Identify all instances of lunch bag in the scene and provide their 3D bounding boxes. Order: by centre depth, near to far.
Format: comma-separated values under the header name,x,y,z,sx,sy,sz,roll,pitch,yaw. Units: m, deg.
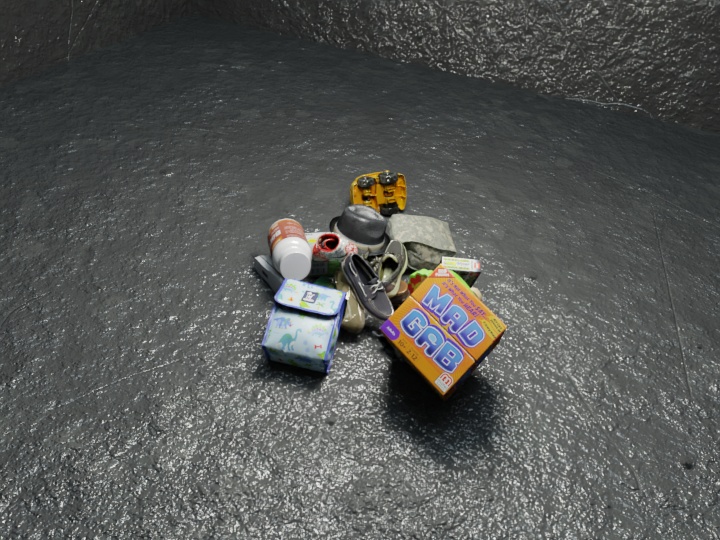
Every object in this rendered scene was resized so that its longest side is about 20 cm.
name,x,y,z,sx,sy,sz,roll,pitch,yaw
lunch bag,-0.133,0.126,1.440,0.166,0.128,0.204,13,63,5
lunch bag,0.176,-0.085,1.792,0.195,0.119,0.166,15,35,-14

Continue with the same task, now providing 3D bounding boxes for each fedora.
name,x,y,z,sx,sy,sz,roll,pitch,yaw
fedora,0.007,-0.133,1.744,0.196,0.093,0.203,13,38,-10

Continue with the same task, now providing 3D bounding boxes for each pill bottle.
name,x,y,z,sx,sy,sz,roll,pitch,yaw
pill bottle,-0.194,-0.055,1.623,0.109,0.115,0.201,-4,28,-14

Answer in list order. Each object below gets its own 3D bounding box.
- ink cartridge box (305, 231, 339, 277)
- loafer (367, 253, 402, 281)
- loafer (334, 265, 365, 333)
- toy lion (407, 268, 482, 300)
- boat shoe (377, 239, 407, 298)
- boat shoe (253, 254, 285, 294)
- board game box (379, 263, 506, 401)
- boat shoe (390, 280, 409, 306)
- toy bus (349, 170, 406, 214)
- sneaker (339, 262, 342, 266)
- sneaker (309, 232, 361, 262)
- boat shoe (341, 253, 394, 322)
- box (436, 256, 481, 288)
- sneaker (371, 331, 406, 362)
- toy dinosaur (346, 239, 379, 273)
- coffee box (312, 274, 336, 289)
name,x,y,z,sx,sy,sz,roll,pitch,yaw
ink cartridge box,-0.129,-0.066,1.787,0.101,0.060,0.202,-4,38,-11
loafer,0.076,-0.004,1.725,0.068,0.077,0.201,-18,43,-22
loafer,-0.038,0.069,1.549,0.066,0.076,0.203,8,50,-32
toy lion,0.206,0.069,1.561,0.068,0.202,0.192,-27,67,-34
boat shoe,0.086,-0.018,1.611,0.070,0.067,0.204,3,48,15
boat shoe,-0.232,0.014,1.666,0.065,0.073,0.199,-23,38,-27
board game box,0.188,0.149,1.345,0.200,0.200,0.200,-45,73,-5
boat shoe,0.045,0.060,1.644,0.196,0.071,0.071,13,52,26
toy bus,0.037,-0.280,2.044,0.195,0.139,0.192,-13,28,-19
sneaker,-0.042,-0.067,1.808,0.103,0.077,0.201,4,32,24
sneaker,-0.099,-0.067,1.612,0.198,0.107,0.069,9,75,40
boat shoe,0.023,0.043,1.511,0.072,0.063,0.202,-31,80,-29
box,0.259,0.023,1.627,0.107,0.201,0.036,5,67,-2
sneaker,0.094,0.155,1.523,0.136,0.079,0.202,0,38,-9
toy dinosaur,0.000,0.000,1.630,0.101,0.077,0.203,-26,52,17
coffee box,-0.111,0.100,1.589,0.121,0.045,0.200,25,42,19
